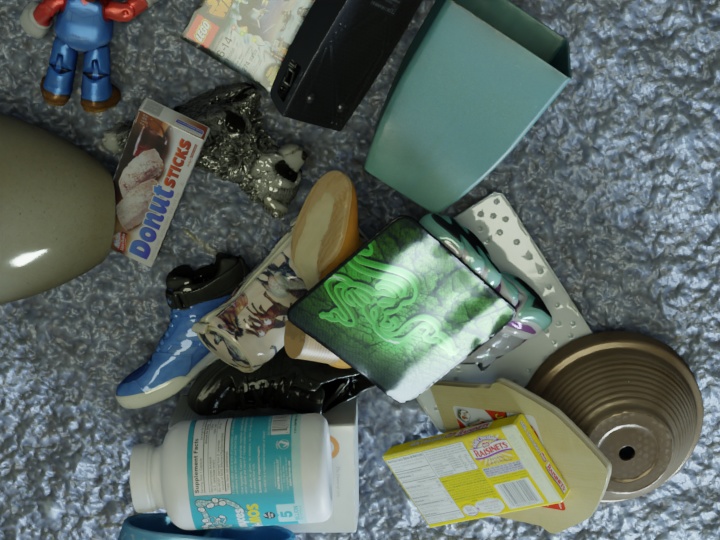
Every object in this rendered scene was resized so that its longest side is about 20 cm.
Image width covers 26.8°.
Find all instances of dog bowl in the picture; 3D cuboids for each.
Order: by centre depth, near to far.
[{"bbox_3d":[-0.157,0.289,1.561,0.199,0.111,0.050,6,93,0],"label":"dog bowl"}]

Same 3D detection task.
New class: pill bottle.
[{"bbox_3d":[-0.130,0.205,1.532,0.199,0.111,0.112,-4,105,3],"label":"pill bottle"}]

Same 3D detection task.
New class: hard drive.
[{"bbox_3d":[-0.008,-0.238,1.503,0.042,0.135,0.201,38,105,24],"label":"hard drive"}]

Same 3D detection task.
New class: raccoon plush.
[{"bbox_3d":[-0.153,-0.113,1.577,0.199,0.097,0.135,-5,119,28],"label":"raccoon plush"}]

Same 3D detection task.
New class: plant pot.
[{"bbox_3d":[0.097,-0.169,1.516,0.141,0.141,0.200,31,113,-7],"label":"plant pot"},{"bbox_3d":[0.274,0.174,1.613,0.199,0.093,0.202,-1,114,-3],"label":"plant pot"}]

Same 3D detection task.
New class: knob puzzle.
[{"bbox_3d":[0.182,0.192,1.595,0.219,0.030,0.221,25,136,27],"label":"knob puzzle"}]

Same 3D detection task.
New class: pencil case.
[{"bbox_3d":[-0.083,0.016,1.556,0.200,0.078,0.090,-48,113,-18],"label":"pencil case"}]

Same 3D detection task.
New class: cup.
[{"bbox_3d":[-0.332,-0.060,1.539,0.142,0.200,0.202,2,107,-26],"label":"cup"}]

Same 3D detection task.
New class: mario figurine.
[{"bbox_3d":[-0.270,-0.269,1.536,0.123,0.106,0.201,-5,122,-35],"label":"mario figurine"}]

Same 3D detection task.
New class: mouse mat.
[{"bbox_3d":[0.044,0.043,1.491,0.161,0.008,0.200,-40,128,15],"label":"mouse mat"}]

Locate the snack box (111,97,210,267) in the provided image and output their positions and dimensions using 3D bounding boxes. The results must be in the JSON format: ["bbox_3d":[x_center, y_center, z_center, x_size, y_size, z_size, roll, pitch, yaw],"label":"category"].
[{"bbox_3d":[-0.217,-0.087,1.550,0.072,0.024,0.200,25,135,-5],"label":"snack box"}]

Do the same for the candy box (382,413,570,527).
[{"bbox_3d":[0.121,0.217,1.619,0.199,0.026,0.103,-20,106,45],"label":"candy box"}]

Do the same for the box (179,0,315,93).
[{"bbox_3d":[-0.076,-0.288,1.532,0.136,0.040,0.201,30,104,-6],"label":"box"}]

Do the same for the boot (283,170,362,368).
[{"bbox_3d":[0.000,0.001,1.530,0.143,0.071,0.202,1,106,-42],"label":"boot"}]

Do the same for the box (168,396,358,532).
[{"bbox_3d":[-0.102,0.208,1.640,0.199,0.098,0.125,0,105,2],"label":"box"}]

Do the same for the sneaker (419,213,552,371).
[{"bbox_3d":[0.092,0.040,1.550,0.140,0.078,0.200,-42,122,12],"label":"sneaker"}]

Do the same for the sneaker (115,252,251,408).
[{"bbox_3d":[-0.194,0.057,1.608,0.199,0.077,0.112,-30,109,4],"label":"sneaker"}]

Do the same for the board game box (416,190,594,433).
[{"bbox_3d":[0.118,0.045,1.628,0.199,0.026,0.200,-32,103,10],"label":"board game box"}]

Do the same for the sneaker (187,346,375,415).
[{"bbox_3d":[-0.074,0.119,1.588,0.199,0.104,0.060,-26,140,-27],"label":"sneaker"}]
